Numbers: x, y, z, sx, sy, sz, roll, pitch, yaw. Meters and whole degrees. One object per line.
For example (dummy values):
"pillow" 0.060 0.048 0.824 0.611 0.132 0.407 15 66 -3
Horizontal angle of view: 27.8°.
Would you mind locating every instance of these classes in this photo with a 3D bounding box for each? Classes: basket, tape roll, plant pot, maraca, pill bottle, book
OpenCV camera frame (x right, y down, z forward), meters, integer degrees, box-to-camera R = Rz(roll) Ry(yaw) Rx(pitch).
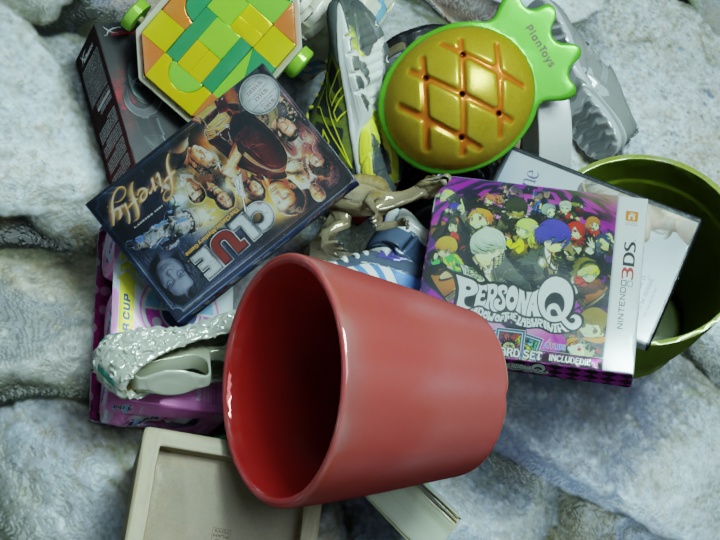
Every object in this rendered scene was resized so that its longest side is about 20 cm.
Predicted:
"basket" -0.081 -0.295 1.469 0.200 0.176 0.139 35 69 -23
"tape roll" 0.165 -0.153 1.502 0.037 0.203 0.203 -6 69 -13
"plant pot" 0.271 0.017 1.461 0.200 0.193 0.201 -1 66 3
"maraca" 0.112 -0.175 1.378 0.200 0.107 0.137 -33 95 2
"pill bottle" 0.081 -0.145 1.510 0.112 0.112 0.200 4 66 -24
"book" 0.000 0.163 1.325 0.200 0.134 0.048 44 90 -3
"plant pot" 0.009 0.094 1.181 0.177 0.200 0.201 7 64 -33

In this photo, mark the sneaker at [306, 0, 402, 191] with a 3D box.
"sneaker" -0.019 -0.163 1.405 0.074 0.085 0.200 -23 108 -58

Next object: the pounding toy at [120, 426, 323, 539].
"pounding toy" -0.111 0.223 1.251 0.184 0.142 0.200 11 64 -9

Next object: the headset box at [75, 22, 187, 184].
"headset box" -0.173 -0.138 1.405 0.149 0.077 0.200 -8 70 -29

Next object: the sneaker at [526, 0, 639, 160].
"sneaker" 0.248 -0.221 1.663 0.082 0.075 0.200 -24 86 -47

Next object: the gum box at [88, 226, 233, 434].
"gum box" -0.179 0.050 1.320 0.113 0.066 0.200 9 64 -23

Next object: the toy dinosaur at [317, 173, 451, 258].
"toy dinosaur" -0.019 -0.065 1.345 0.200 0.058 0.101 8 38 13

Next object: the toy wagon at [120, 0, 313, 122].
"toy wagon" -0.118 -0.233 1.353 0.155 0.040 0.200 41 90 -4

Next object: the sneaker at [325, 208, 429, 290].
"sneaker" 0.000 0.000 1.373 0.200 0.081 0.147 15 54 -15

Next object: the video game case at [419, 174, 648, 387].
"video game case" 0.155 0.007 1.323 0.200 0.036 0.181 8 63 6

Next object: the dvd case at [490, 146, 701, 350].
"dvd case" 0.202 -0.024 1.367 0.200 0.018 0.143 22 69 13

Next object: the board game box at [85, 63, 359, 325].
"board game box" -0.120 -0.067 1.278 0.200 0.035 0.136 -39 83 -1

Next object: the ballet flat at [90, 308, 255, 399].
"ballet flat" -0.129 0.078 1.247 0.200 0.072 0.072 -10 72 -26

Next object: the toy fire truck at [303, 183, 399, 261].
"toy fire truck" -0.008 0.004 1.436 0.141 0.049 0.200 48 57 2
